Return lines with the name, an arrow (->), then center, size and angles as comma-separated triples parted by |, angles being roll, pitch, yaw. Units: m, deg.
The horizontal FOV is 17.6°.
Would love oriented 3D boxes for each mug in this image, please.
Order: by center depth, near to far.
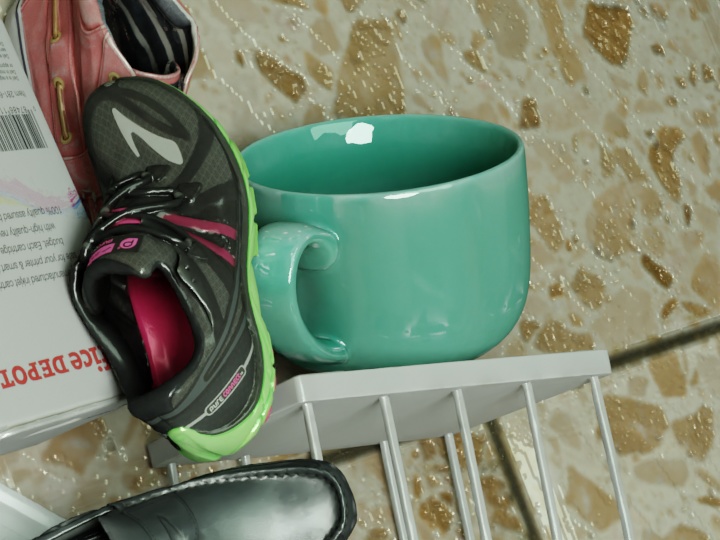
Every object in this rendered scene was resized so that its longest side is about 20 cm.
mug -> -0.001, -0.004, 1.204 | 0.185, 0.152, 0.115 | -14, 111, -26

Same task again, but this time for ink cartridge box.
ink cartridge box -> -0.195, -0.011, 1.072 | 0.145, 0.084, 0.200 | -14, 78, -64

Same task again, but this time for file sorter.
file sorter -> 0.022, 0.122, 1.177 | 0.200, 0.139, 0.125 | -4, 76, -38

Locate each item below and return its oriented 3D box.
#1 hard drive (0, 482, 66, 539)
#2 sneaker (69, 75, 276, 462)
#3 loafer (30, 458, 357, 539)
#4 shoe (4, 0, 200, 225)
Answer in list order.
hard drive -> -0.206, 0.181, 1.051 | 0.132, 0.027, 0.200 | 33, 54, -22
sneaker -> -0.093, -0.011, 1.082 | 0.084, 0.077, 0.200 | 26, 40, -54
loafer -> -0.096, 0.134, 1.032 | 0.200, 0.070, 0.068 | -20, 80, -5
shoe -> -0.120, -0.066, 1.177 | 0.071, 0.091, 0.201 | -8, 76, -39
